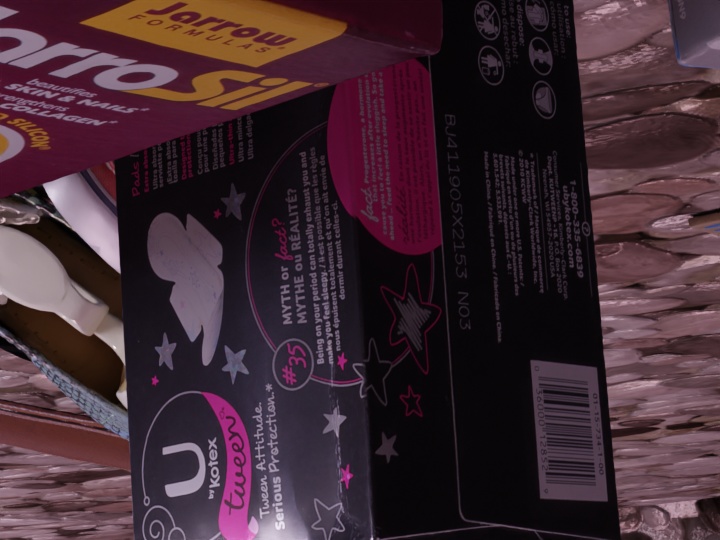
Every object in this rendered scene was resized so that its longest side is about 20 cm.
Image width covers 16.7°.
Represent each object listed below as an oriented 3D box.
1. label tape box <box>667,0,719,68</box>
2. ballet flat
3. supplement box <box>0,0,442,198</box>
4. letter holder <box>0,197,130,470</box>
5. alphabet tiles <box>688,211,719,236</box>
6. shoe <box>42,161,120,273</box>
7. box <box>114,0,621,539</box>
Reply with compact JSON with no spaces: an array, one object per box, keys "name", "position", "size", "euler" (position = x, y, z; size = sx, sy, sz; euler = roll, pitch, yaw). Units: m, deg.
[{"name":"label tape box","position":[0.202,-0.112,0.713],"size":[0.142,0.067,0.200],"euler":[1,169,-30]},{"name":"ballet flat","position":[-0.108,0.025,1.020],"size":[0.199,0.075,0.074],"euler":[32,157,-15]},{"name":"supplement box","position":[-0.096,-0.086,0.605],"size":[0.199,0.104,0.130],"euler":[-16,163,40]},{"name":"letter holder","position":[-0.150,0.031,1.170],"size":[0.141,0.101,0.200],"euler":[9,170,6]},{"name":"alphabet tiles","position":[0.294,-0.028,1.315],"size":[0.166,0.008,0.199],"euler":[-13,166,33]},{"name":"shoe","position":[-0.041,-0.031,1.019],"size":[0.091,0.072,0.200],"euler":[-37,142,19]},{"name":"box","position":[0.000,0.000,0.826],"size":[0.114,0.202,0.132],"euler":[-13,166,41]}]
